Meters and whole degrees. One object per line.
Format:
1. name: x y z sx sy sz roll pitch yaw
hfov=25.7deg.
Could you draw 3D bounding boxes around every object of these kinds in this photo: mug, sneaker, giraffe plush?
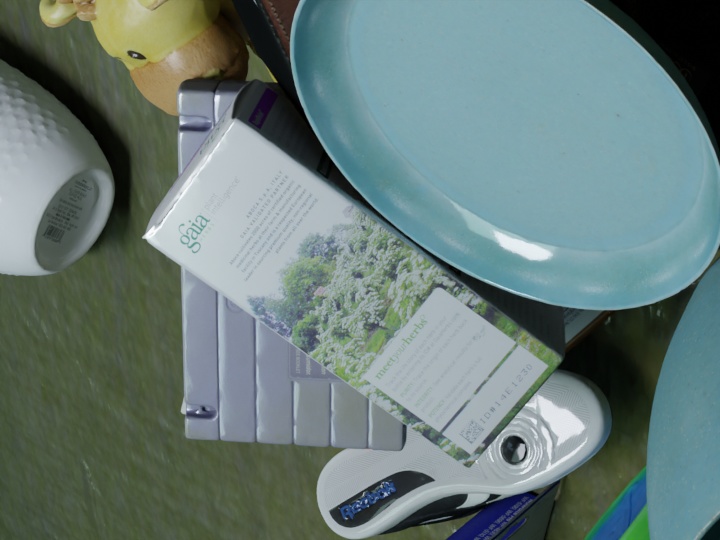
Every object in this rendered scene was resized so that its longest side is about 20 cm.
1. mug: -0.270 -0.067 1.189 0.175 0.148 0.200 29 166 21
2. sneaker: 0.079 0.105 0.957 0.200 0.112 0.073 -24 76 31
3. giraffe plush: -0.076 -0.154 0.868 0.200 0.162 0.173 52 144 5

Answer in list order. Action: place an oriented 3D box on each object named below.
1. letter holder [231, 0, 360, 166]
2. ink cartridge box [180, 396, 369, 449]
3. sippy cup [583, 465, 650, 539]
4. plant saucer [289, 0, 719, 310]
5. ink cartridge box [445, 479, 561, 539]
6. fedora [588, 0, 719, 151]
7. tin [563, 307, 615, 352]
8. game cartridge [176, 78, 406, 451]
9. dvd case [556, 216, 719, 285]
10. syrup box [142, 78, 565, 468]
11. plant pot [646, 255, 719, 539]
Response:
1. letter holder: 0.001 -0.171 0.709 0.101 0.142 0.200 56 175 38
2. ink cartridge box: -0.051 0.046 1.002 0.200 0.067 0.117 -7 67 61
3. sippy cup: 0.186 0.182 0.862 0.130 0.140 0.178 38 180 6
4. plant saucer: 0.062 -0.062 0.658 0.200 0.027 0.200 25 149 16
5. ink cartridge box: 0.072 0.213 1.028 0.039 0.099 0.200 36 138 27
6. fedora: 0.181 -0.124 0.633 0.200 0.092 0.201 6 126 9
7. tin: 0.090 -0.006 0.858 0.112 0.042 0.200 23 144 -13
8. game cartridge: -0.032 -0.001 0.847 0.129 0.038 0.201 2 110 1
9. dvd case: 0.135 -0.102 0.706 0.018 0.142 0.201 -108 -3 -74
10. syrup box: 0.000 0.000 0.784 0.200 0.081 0.079 36 110 -7
11. plant pot: 0.197 0.053 0.626 0.200 0.199 0.135 105 158 -45
